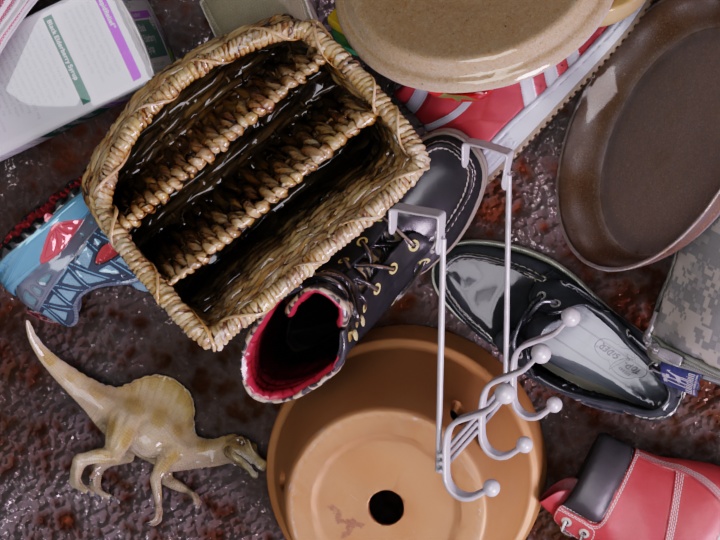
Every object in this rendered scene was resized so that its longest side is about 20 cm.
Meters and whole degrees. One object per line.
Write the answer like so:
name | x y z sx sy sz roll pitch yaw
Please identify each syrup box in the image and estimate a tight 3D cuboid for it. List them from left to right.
syrup box | -0.236 -0.129 1.640 0.200 0.079 0.082 -23 94 10

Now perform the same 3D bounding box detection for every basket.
basket | -0.078 -0.071 1.533 0.200 0.149 0.143 -39 108 -2

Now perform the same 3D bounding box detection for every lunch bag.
lunch bag | 0.291 -0.005 1.560 0.167 0.139 0.200 18 102 8

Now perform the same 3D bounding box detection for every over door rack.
over door rack | 0.087 0.029 1.514 0.066 0.148 0.200 -3 108 24

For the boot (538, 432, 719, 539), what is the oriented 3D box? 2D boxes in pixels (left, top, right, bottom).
boot | 0.182 0.220 1.638 0.144 0.072 0.200 16 92 0

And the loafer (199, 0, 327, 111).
loafer | -0.079 -0.197 1.614 0.076 0.068 0.200 -20 96 10

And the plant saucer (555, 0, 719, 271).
plant saucer | 0.203 -0.089 1.546 0.032 0.200 0.200 23 103 -29

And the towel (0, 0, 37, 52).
towel | -0.320 -0.180 1.619 0.200 0.030 0.147 26 82 29

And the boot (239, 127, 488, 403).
boot | 0.000 0.000 1.575 0.073 0.151 0.200 45 116 -2

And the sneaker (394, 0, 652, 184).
sneaker | 0.109 -0.164 1.593 0.112 0.071 0.200 42 104 -3

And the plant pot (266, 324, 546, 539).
plant pot | 0.026 0.148 1.617 0.200 0.140 0.201 1 99 7

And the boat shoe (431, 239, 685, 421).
boat shoe | 0.136 0.045 1.623 0.199 0.066 0.075 36 102 1

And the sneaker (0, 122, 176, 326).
sneaker | -0.162 -0.035 1.658 0.200 0.079 0.096 -35 107 17

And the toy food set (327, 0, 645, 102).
toy food set | 0.079 -0.194 1.550 0.198 0.049 0.200 35 71 31

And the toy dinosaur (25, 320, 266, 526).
toy dinosaur | -0.169 0.117 1.691 0.200 0.058 0.101 27 86 -4
